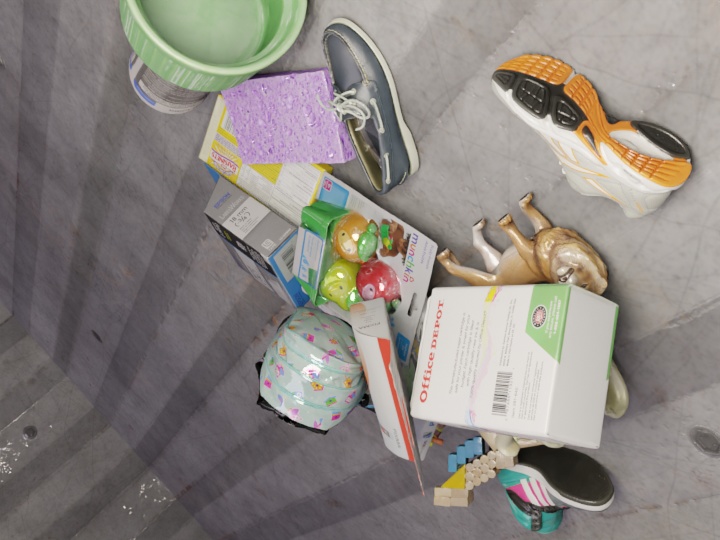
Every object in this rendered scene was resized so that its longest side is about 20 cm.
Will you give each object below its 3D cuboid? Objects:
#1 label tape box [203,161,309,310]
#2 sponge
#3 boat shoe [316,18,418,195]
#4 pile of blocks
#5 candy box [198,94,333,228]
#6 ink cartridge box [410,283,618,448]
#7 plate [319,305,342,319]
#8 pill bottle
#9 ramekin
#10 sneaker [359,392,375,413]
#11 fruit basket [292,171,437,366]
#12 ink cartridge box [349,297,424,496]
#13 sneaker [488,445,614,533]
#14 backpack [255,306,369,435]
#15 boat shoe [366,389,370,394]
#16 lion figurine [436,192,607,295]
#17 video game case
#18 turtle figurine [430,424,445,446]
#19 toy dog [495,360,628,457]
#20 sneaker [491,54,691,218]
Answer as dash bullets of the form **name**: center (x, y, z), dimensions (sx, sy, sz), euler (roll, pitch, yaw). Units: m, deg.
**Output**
- **label tape box**: center (-0.154, -0.047, 1.254), dimensions (0.199, 0.063, 0.145), euler (34, 163, 30)
- **sponge**: center (-0.094, -0.190, 1.113), dimensions (0.199, 0.030, 0.113), euler (6, 116, 44)
- **boat shoe**: center (0.001, -0.181, 1.004), dimensions (0.075, 0.062, 0.201), euler (13, 134, 48)
- **pile of blocks**: center (0.173, 0.237, 1.183), dimensions (0.082, 0.200, 0.062), euler (53, -169, 14)
- **candy box**: center (-0.132, -0.147, 1.215), dimensions (0.199, 0.026, 0.103), euler (37, 124, 19)
- **ink cartridge box**: center (0.154, 0.095, 0.922), dimensions (0.083, 0.146, 0.199), euler (19, 167, -34)
- **plate**: center (-0.076, -0.036, 1.299), dimensions (0.199, 0.032, 0.200), euler (38, 149, 17)
- **pill bottle**: center (-0.213, -0.281, 1.112), dimensions (0.114, 0.114, 0.200), euler (53, 151, -8)
- **ramekin**: center (-0.166, -0.294, 0.967), dimensions (0.201, 0.200, 0.098), euler (53, 156, -8)
- **sneaker**: center (-0.020, 0.174, 1.428), dimensions (0.199, 0.073, 0.082), euler (32, 148, 27)
- **fruit basket**: center (0.000, 0.000, 1.123), dimensions (0.200, 0.093, 0.187), euler (39, 132, 35)
- **ink cartridge box**: center (0.028, 0.142, 1.015), dimensions (0.200, 0.050, 0.164), euler (-87, -17, -71)
- **sneaker**: center (0.262, 0.305, 1.198), dimensions (0.199, 0.083, 0.122), euler (18, 134, 53)
- **backpack**: center (-0.060, 0.125, 1.161), dimensions (0.165, 0.200, 0.128), euler (19, 104, 3)
- **boat shoe**: center (0.006, 0.094, 1.308), dimensions (0.060, 0.071, 0.201), euler (44, 147, 38)
- **lion figurine**: center (0.174, -0.005, 0.973), dimensions (0.123, 0.072, 0.200), euler (51, 152, -7)
- **video game case**: center (0.062, 0.111, 1.158), dimensions (0.201, 0.022, 0.183), euler (-114, 28, -44)
- **turtle figurine**: center (0.127, 0.190, 1.260), dimensions (0.160, 0.064, 0.202), euler (12, 118, 32)
- **toy dog**: center (0.178, 0.125, 1.057), dimensions (0.200, 0.139, 0.195), euler (-23, 93, 58)
- **sneaker**: center (0.197, -0.115, 0.820), dimensions (0.200, 0.076, 0.092), euler (40, 153, 17)
